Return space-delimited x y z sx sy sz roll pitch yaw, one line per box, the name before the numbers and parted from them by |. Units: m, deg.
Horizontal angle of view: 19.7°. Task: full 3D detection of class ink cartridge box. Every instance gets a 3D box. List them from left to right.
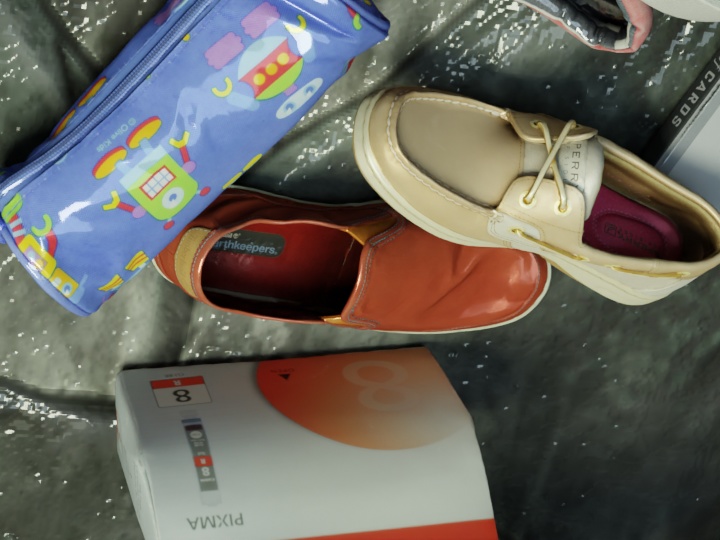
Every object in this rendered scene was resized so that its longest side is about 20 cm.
ink cartridge box | -0.019 0.102 0.945 0.162 0.200 0.050 -4 114 -15

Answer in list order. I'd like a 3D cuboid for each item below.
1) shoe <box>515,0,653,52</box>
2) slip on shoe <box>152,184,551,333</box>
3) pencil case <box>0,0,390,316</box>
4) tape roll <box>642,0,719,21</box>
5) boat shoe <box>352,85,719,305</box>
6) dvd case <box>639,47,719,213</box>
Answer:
shoe | 0.076 -0.183 0.886 0.200 0.071 0.091 43 59 -33
slip on shoe | 0.000 0.000 0.981 0.200 0.061 0.074 7 111 -21
pencil case | -0.080 -0.072 0.910 0.200 0.078 0.087 -44 136 7
tape roll | 0.160 -0.207 0.888 0.203 0.037 0.203 -3 95 -38
boat shoe | 0.090 -0.042 0.969 0.200 0.069 0.074 20 67 -31
dvd case | 0.256 -0.064 1.047 0.200 0.025 0.150 29 105 -26
